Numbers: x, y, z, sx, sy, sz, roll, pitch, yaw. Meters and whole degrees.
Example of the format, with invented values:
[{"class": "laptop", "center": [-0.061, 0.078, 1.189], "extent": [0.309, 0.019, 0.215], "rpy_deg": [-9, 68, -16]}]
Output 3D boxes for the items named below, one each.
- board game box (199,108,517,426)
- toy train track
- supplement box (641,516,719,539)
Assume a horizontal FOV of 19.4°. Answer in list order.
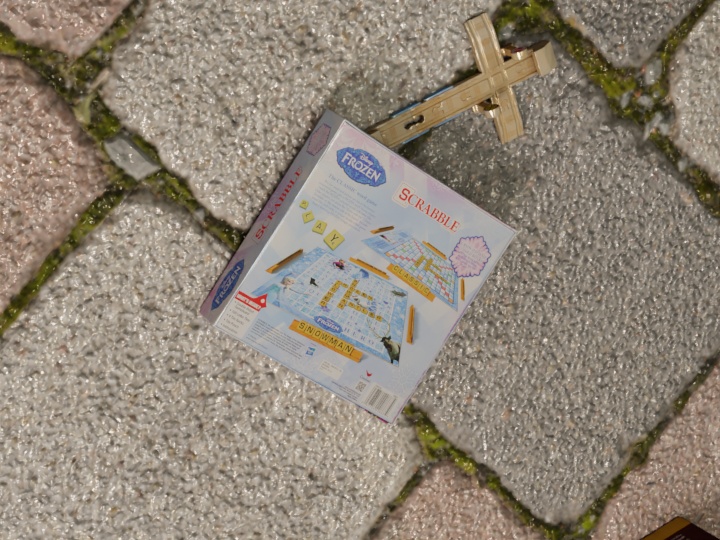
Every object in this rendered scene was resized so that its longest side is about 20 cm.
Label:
[{"class": "board game box", "center": [0.000, 0.000, 1.743], "extent": [0.200, 0.041, 0.200], "rpy_deg": [32, 93, -31]}, {"class": "toy train track", "center": [0.085, -0.141, 1.765], "extent": [0.200, 0.033, 0.115], "rpy_deg": [-28, 114, -18]}, {"class": "supplement box", "center": [0.287, 0.355, 1.904], "extent": [0.197, 0.200, 0.133], "rpy_deg": [-28, 114, -19]}]
